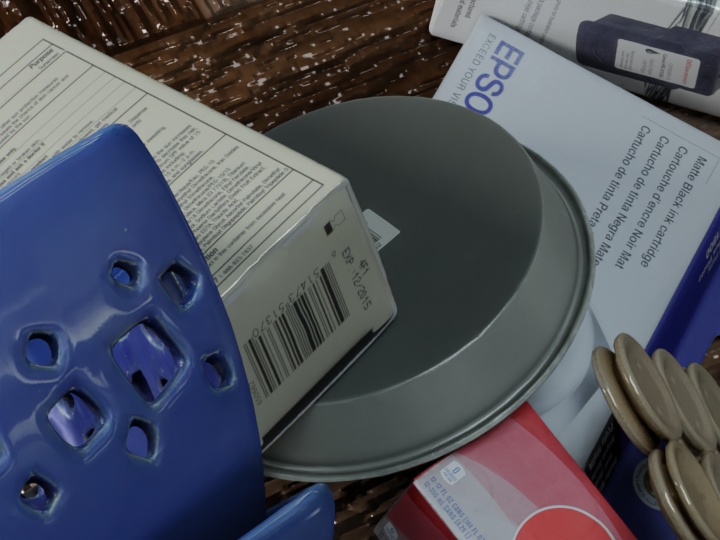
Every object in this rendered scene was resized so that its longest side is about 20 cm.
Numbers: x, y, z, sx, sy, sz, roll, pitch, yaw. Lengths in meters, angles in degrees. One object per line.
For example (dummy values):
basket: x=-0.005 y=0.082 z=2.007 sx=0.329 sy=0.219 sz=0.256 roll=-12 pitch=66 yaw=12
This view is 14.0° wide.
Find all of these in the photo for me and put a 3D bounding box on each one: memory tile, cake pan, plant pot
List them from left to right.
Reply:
plant pot: x=-0.136 y=0.091 z=1.058 sx=0.200 sy=0.200 sz=0.180 roll=-34 pitch=89 yaw=-29
cake pan: x=0.000 y=0.000 z=1.254 sx=0.199 sy=0.037 sz=0.201 roll=-11 pitch=47 yaw=12
memory tile: x=0.161 y=0.123 z=1.220 sx=0.017 sy=0.153 sz=0.201 roll=-29 pitch=72 yaw=17

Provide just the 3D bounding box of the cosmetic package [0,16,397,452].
cosmetic package: x=-0.094 y=-0.015 z=1.216 sx=0.199 sy=0.088 sz=0.103 roll=30 pitch=64 yaw=37

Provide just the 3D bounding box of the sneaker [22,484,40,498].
sneaker: x=-0.177 y=0.130 z=1.177 sx=0.199 sy=0.075 sz=0.115 roll=30 pitch=58 yaw=-1

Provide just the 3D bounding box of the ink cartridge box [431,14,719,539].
ink cartridge box: x=0.096 y=0.006 z=1.327 sx=0.199 sy=0.041 sz=0.200 roll=28 pitch=59 yaw=4

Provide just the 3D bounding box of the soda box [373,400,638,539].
soda box: x=0.097 y=0.157 z=1.215 sx=0.070 sy=0.063 sz=0.200 roll=-34 pitch=80 yaw=-27

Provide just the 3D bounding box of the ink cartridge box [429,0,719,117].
ink cartridge box: x=0.147 y=-0.163 z=1.408 sx=0.199 sy=0.084 sz=0.146 roll=16 pitch=59 yaw=-4
